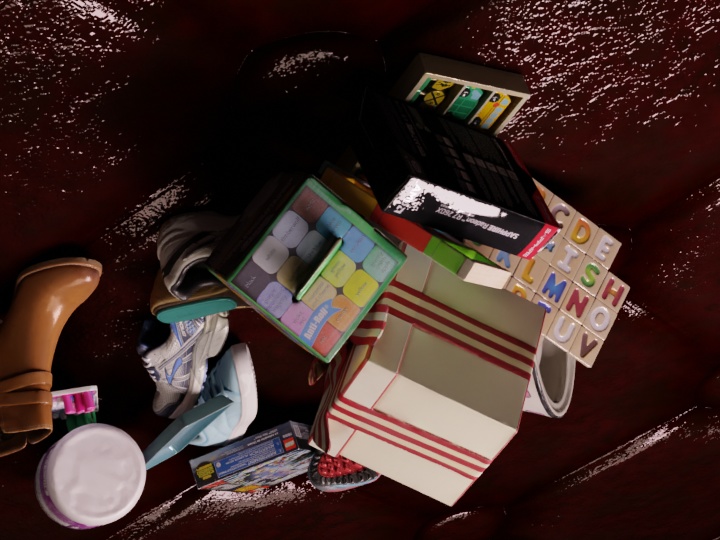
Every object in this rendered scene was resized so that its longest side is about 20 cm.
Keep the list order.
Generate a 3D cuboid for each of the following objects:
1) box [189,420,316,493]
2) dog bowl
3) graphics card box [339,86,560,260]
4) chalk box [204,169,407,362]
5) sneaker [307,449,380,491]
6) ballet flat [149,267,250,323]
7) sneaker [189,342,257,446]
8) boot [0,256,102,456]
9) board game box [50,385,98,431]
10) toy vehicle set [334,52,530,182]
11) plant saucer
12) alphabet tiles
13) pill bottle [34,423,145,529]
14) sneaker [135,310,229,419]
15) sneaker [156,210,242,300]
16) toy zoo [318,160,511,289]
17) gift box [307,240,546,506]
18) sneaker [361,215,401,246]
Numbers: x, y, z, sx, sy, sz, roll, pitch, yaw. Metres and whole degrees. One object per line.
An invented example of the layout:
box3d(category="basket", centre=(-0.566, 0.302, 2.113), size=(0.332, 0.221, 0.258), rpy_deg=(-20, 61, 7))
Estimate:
box3d(category="box", centre=(-0.112, 0.233, 1.965), size=(0.136, 0.040, 0.200), rpy_deg=(-22, 166, 11))
box3d(category="dog bowl", centre=(0.180, 0.064, 1.755), size=(0.073, 0.202, 0.200), rpy_deg=(-5, 152, 21))
box3d(category="graphics card box", centre=(0.084, -0.088, 1.477), size=(0.199, 0.126, 0.051), rpy_deg=(17, 127, -41))
box3d(category="chalk box", centre=(-0.048, -0.005, 1.447), size=(0.124, 0.200, 0.125), rpy_deg=(40, 86, -14))
box3d(category="sneaker", centre=(0.001, 0.239, 1.967), size=(0.199, 0.079, 0.096), rpy_deg=(-23, 151, -49))
box3d(category="ballet flat", centre=(-0.121, 0.010, 1.626), size=(0.198, 0.063, 0.069), rpy_deg=(-5, 156, 8))
box3d(category="sneaker", centre=(-0.170, 0.154, 1.841), size=(0.081, 0.074, 0.201), rpy_deg=(-9, 147, -20))
box3d(category="boot", centre=(-0.328, 0.087, 1.594), size=(0.199, 0.156, 0.077), rpy_deg=(-28, 145, 19))
box3d(category="board game box", centre=(-0.386, 0.166, 1.744), size=(0.198, 0.026, 0.200), rpy_deg=(-9, 169, -11))
box3d(category="toy vehicle set", centre=(0.061, -0.128, 1.554), size=(0.123, 0.027, 0.200), rpy_deg=(7, 141, -31))
box3d(category="plant saucer", centre=(-0.207, 0.187, 1.806), size=(0.070, 0.019, 0.200), rpy_deg=(-26, 170, -32))
box3d(category="alphabet tiles", centre=(0.188, 0.009, 1.651), size=(0.199, 0.168, 0.008), rpy_deg=(34, 166, -21))
box3d(category="pill bottle", centre=(-0.317, 0.241, 1.835), size=(0.111, 0.113, 0.200), rpy_deg=(-4, 171, -18))
box3d(category="sneaker", centre=(-0.208, 0.086, 1.738), size=(0.085, 0.077, 0.201), rpy_deg=(9, 134, -18))
box3d(category="sneaker", centre=(-0.102, -0.017, 1.574), size=(0.198, 0.088, 0.076), rpy_deg=(-13, 142, 8))
box3d(category="toy zoo", centre=(0.040, -0.046, 1.490), size=(0.021, 0.199, 0.131), rpy_deg=(-59, 161, 7))
box3d(category="gift box", centre=(0.054, 0.102, 1.538), size=(0.186, 0.201, 0.185), rpy_deg=(26, 134, -5))
box3d(category="sneaker", centre=(0.000, 0.000, 1.646), size=(0.199, 0.088, 0.074), rpy_deg=(-27, 155, 34))
